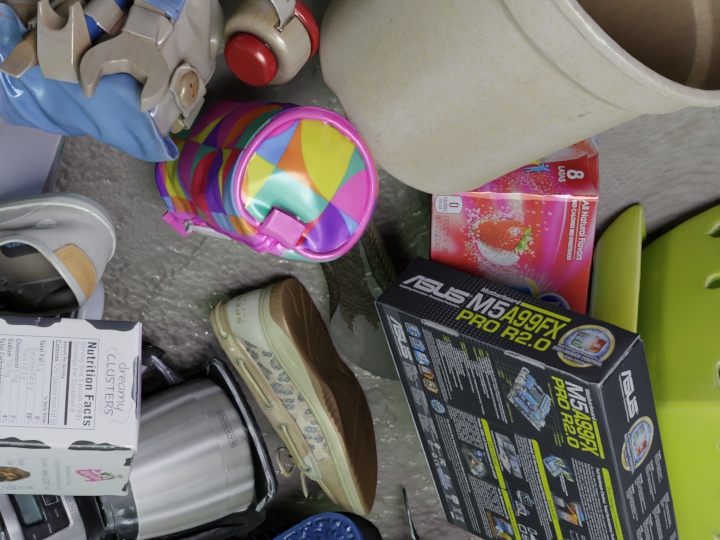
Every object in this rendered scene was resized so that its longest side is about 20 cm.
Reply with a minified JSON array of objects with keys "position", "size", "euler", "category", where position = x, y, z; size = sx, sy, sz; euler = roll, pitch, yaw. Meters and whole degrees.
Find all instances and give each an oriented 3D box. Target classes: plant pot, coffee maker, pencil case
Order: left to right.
[{"position":[-0.176,0.168,1.129],"size":[0.198,0.135,0.193],"euler":[-19,141,-25],"category":"coffee maker"},{"position":[-0.058,-0.051,0.921],"size":[0.087,0.200,0.089],"euler":[-1,94,-19],"category":"pencil case"},{"position":[0.080,-0.136,0.851],"size":[0.200,0.202,0.183],"euler":[33,139,-24],"category":"plant pot"},{"position":[0.236,0.076,1.024],"size":[0.179,0.200,0.201],"euler":[-1,134,14],"category":"plant pot"}]

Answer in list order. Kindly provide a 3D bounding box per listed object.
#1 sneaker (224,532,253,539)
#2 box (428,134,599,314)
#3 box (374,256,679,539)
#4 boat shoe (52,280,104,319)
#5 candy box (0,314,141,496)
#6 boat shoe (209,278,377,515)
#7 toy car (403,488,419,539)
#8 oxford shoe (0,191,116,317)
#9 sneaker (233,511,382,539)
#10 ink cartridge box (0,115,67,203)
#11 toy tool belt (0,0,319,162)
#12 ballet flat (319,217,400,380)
[{"position":[-0.109,0.223,1.271],"size":[0.198,0.087,0.080],"euler":[-9,168,-15],"category":"sneaker"},{"position":[0.092,-0.004,1.023],"size":[0.099,0.096,0.201],"euler":[3,134,3],"category":"box"},{"position":[0.102,0.099,0.965],"size":[0.159,0.044,0.201],"euler":[19,142,38],"category":"box"},{"position":[-0.251,0.055,1.125],"size":[0.068,0.074,0.199],"euler":[22,142,-35],"category":"boat shoe"},{"position":[-0.223,0.077,0.909],"size":[0.198,0.072,0.168],"euler":[3,163,-10],"category":"candy box"},{"position":[-0.040,0.092,1.148],"size":[0.062,0.074,0.201],"euler":[-12,121,18],"category":"boat shoe"},{"position":[0.033,0.275,1.257],"size":[0.156,0.165,0.202],"euler":[-3,126,7],"category":"toy car"},{"position":[-0.229,0.007,0.900],"size":[0.198,0.058,0.076],"euler":[-12,133,16],"category":"oxford shoe"},{"position":[-0.075,0.229,1.207],"size":[0.198,0.071,0.078],"euler":[-19,163,16],"category":"sneaker"},{"position":[-0.237,-0.015,1.012],"size":[0.076,0.137,0.201],"euler":[15,133,-7],"category":"ink cartridge box"},{"position":[-0.132,-0.106,0.885],"size":[0.198,0.123,0.126],"euler":[14,142,31],"category":"toy tool belt"},{"position":[0.000,0.000,1.076],"size":[0.067,0.047,0.201],"euler":[-1,138,24],"category":"ballet flat"}]
